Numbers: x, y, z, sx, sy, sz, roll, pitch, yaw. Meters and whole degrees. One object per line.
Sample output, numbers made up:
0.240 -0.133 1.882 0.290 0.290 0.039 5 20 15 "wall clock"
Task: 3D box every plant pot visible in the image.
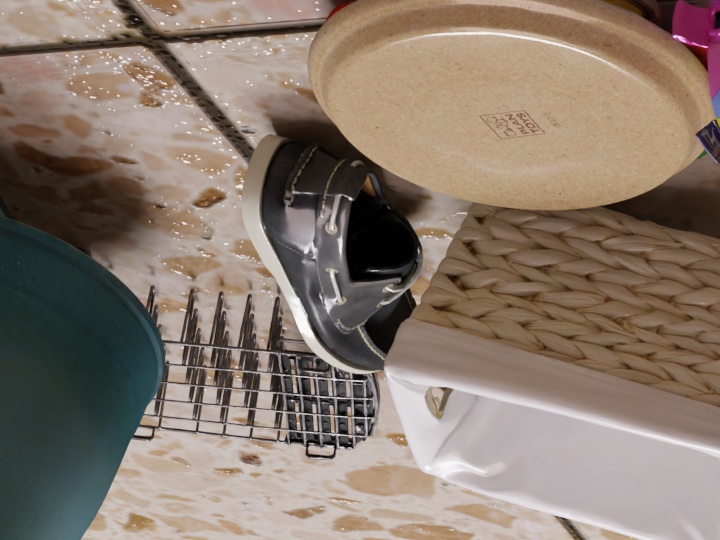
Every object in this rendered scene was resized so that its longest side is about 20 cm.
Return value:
-0.222 0.100 1.591 0.199 0.189 0.200 10 144 7 "plant pot"

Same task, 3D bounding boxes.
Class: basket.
0.130 0.050 1.528 0.199 0.124 0.136 14 154 19 "basket"

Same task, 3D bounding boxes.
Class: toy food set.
0.075 -0.087 1.390 0.200 0.049 0.197 30 148 -35 "toy food set"

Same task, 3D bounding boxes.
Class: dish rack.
-0.086 0.055 1.744 0.199 0.055 0.154 6 156 4 "dish rack"

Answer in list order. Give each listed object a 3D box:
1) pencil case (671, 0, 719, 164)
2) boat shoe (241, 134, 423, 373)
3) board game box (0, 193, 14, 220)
0.239 -0.095 1.274 0.199 0.089 0.088 -7 150 28 "pencil case"
0.000 0.000 1.571 0.067 0.072 0.200 4 153 21 "boat shoe"
-0.252 -0.026 1.620 0.135 0.028 0.200 0 142 19 "board game box"
